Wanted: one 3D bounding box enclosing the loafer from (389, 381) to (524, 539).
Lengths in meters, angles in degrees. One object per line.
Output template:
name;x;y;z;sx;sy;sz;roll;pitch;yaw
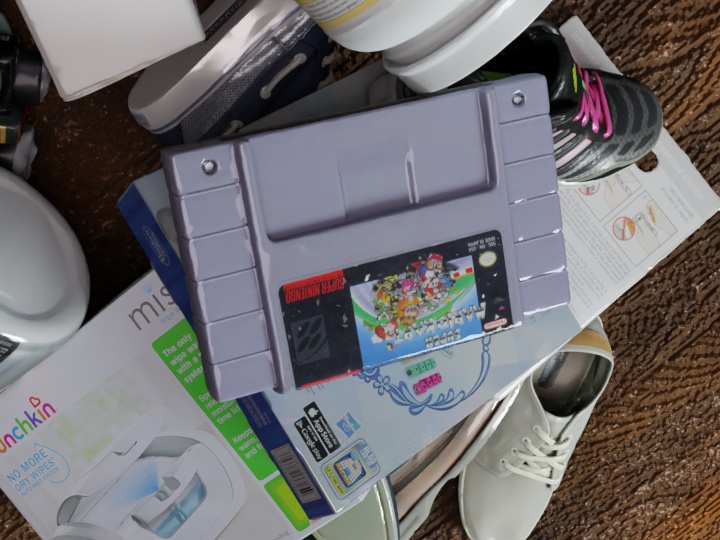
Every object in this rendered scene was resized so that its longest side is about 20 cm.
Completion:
loafer;0.044;0.110;0.840;0.063;0.072;0.200;30;107;-10

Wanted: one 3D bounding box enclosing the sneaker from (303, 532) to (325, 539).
sneaker;-0.001;0.248;0.881;0.079;0.074;0.201;-31;128;-9

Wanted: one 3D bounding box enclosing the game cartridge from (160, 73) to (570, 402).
game cartridge;0.010;-0.017;0.614;0.199;0.038;0.130;-15;102;-18

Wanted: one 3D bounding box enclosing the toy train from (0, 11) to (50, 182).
toy train;-0.282;-0.099;0.707;0.199;0.085;0.114;5;124;-13

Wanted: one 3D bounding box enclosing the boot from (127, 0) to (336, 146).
boot;-0.039;-0.137;0.738;0.200;0.073;0.090;-40;125;10

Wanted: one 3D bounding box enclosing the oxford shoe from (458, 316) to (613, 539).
oxford shoe;0.121;0.118;0.858;0.075;0.058;0.201;13;111;-17

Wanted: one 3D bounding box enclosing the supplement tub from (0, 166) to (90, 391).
supplement tub;-0.262;0.034;0.713;0.200;0.123;0.123;-32;114;29

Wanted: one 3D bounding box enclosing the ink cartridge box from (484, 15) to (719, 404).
ink cartridge box;0.106;-0.039;0.786;0.200;0.050;0.161;-39;92;-12

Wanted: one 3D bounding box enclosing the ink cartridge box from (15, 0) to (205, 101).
ink cartridge box;-0.157;-0.208;0.643;0.083;0.147;0.201;-22;113;-1

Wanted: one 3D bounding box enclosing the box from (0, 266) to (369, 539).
box;-0.109;0.097;0.750;0.200;0.097;0.177;-35;95;24

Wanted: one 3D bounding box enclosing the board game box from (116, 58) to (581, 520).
board game box;0.000;0.000;0.689;0.199;0.043;0.200;-31;89;-30

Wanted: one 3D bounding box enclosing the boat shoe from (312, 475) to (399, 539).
boat shoe;-0.025;0.102;0.810;0.075;0.062;0.201;-27;97;25

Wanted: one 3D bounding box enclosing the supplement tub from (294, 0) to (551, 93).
supplement tub;0.001;-0.198;0.586;0.145;0.145;0.200;-43;111;9

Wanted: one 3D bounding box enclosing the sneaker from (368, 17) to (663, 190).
sneaker;0.108;-0.097;0.702;0.199;0.087;0.074;3;71;-30
